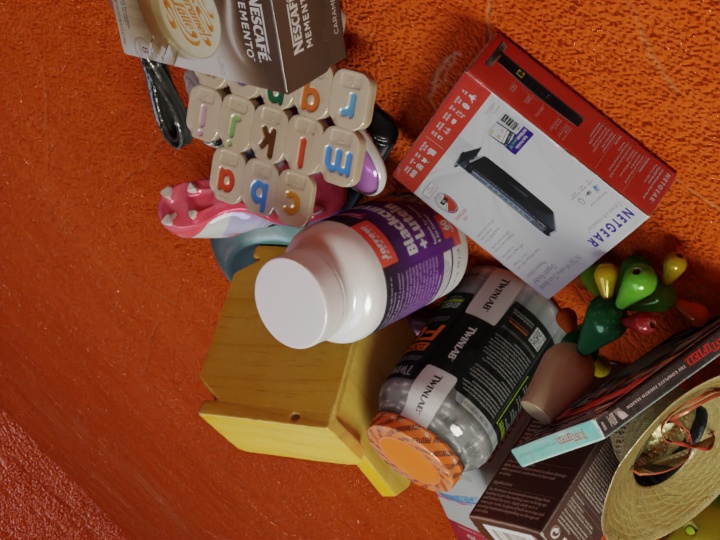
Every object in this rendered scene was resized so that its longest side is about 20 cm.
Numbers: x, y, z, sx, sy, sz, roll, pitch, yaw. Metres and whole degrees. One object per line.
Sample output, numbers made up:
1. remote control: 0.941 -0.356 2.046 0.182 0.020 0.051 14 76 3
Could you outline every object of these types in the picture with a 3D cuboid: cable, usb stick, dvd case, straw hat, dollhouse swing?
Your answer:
1. cable: -0.211 -0.211 1.296 0.097 0.050 0.201 24 129 36
2. usb stick: -0.012 -0.100 1.292 0.055 0.033 0.200 32 155 -1
3. dvd case: 0.229 0.090 1.097 0.022 0.200 0.146 56 154 4
4. straw hat: 0.264 0.143 1.202 0.085 0.201 0.201 47 165 39
5. dollhouse swing: -0.038 0.110 1.349 0.181 0.201 0.176 4 145 15

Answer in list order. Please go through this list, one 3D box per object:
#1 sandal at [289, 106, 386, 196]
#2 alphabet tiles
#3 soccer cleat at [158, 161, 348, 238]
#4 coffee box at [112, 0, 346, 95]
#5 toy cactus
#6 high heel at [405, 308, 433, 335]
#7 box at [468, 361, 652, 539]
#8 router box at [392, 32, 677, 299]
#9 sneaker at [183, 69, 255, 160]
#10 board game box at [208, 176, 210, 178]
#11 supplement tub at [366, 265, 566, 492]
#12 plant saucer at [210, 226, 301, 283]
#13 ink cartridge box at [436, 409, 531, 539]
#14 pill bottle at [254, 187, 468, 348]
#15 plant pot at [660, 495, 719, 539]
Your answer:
1. sandal: -0.054 -0.134 1.218 0.203 0.050 0.083 48 156 19
2. alphabet tiles: -0.073 -0.144 1.186 0.199 0.015 0.196 20 108 33
3. soccer cleat: -0.101 -0.065 1.316 0.199 0.067 0.076 -7 169 18
4. coffee box: -0.116 -0.230 1.124 0.200 0.080 0.115 18 131 36
5. toy cactus: 0.198 0.060 1.125 0.102 0.165 0.200 40 164 -4
6. high heel: 0.087 0.120 1.488 0.096 0.067 0.201 7 128 39
7. box: 0.201 0.183 1.280 0.100 0.200 0.075 2 139 52
8. router box: 0.135 -0.079 1.109 0.179 0.049 0.200 38 155 1
9. sneaker: -0.119 -0.134 1.349 0.081 0.075 0.200 57 177 34
10. board game box: -0.082 -0.016 1.518 0.199 0.037 0.152 23 151 26
11. supplement tub: 0.099 0.103 1.282 0.122 0.200 0.123 29 152 17
12. plant saucer: -0.066 0.000 1.413 0.199 0.036 0.200 11 146 7
13. ink cartridge box: 0.146 0.190 1.429 0.083 0.146 0.200 18 149 34
14. pill bottle: 0.000 0.000 1.217 0.111 0.200 0.112 15 116 34
15. plant pot: 0.365 0.324 1.320 0.200 0.182 0.199 31 154 15
